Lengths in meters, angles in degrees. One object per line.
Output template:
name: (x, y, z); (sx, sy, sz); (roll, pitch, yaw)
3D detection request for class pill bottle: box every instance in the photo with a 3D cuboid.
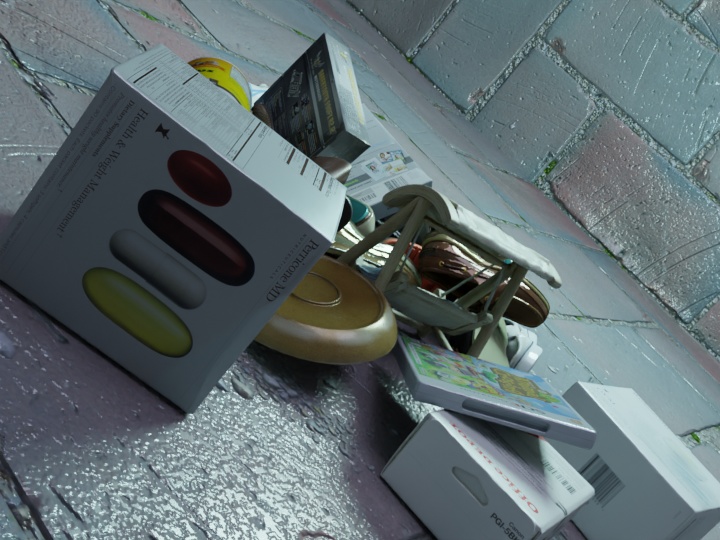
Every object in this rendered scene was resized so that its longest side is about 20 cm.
pill bottle: (-0.193, -0.204, 1.255); (0.109, 0.109, 0.200); (35, 18, -18)

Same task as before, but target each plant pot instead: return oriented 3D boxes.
plant pot: (-0.053, 0.026, 1.009); (0.199, 0.028, 0.200); (17, 26, -8)

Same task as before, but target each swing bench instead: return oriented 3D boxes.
swing bench: (0.090, 0.011, 1.172); (0.198, 0.200, 0.130); (27, 21, -37)

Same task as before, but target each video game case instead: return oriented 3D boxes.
video game case: (0.129, 0.120, 1.025); (0.181, 0.022, 0.200); (17, 7, -6)

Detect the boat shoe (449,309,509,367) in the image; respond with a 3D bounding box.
boat shoe: (0.155, 0.104, 1.321); (0.074, 0.063, 0.202); (54, 18, -11)

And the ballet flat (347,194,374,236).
ballet flat: (-0.044, -0.083, 1.350); (0.069, 0.070, 0.200); (23, 13, -44)

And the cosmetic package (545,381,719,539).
cosmetic package: (0.328, 0.251, 1.221); (0.200, 0.123, 0.200); (50, 18, 29)

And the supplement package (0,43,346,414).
supplement package: (-0.148, -0.036, 0.798); (0.200, 0.192, 0.147); (37, 18, -10)

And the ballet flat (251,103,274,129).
ballet flat: (-0.131, -0.141, 1.283); (0.046, 0.068, 0.201); (-5, 53, -12)

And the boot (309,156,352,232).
boot: (-0.048, -0.090, 1.124); (0.200, 0.185, 0.065); (-37, 118, -54)

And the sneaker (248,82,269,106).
sneaker: (-0.164, -0.234, 1.462); (0.073, 0.072, 0.200); (48, 20, 0)

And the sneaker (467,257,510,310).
sneaker: (0.197, 0.009, 1.435); (0.071, 0.080, 0.200); (44, -20, 22)

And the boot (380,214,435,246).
boot: (0.081, -0.075, 1.511); (0.181, 0.073, 0.200); (37, 5, -11)

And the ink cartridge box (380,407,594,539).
ink cartridge box: (0.128, 0.207, 0.968); (0.147, 0.083, 0.200); (46, 18, 21)

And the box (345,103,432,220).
box: (-0.011, -0.155, 1.479); (0.155, 0.041, 0.200); (-24, 54, -20)

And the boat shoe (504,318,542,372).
boat shoe: (0.211, 0.113, 1.417); (0.065, 0.074, 0.200); (36, 7, 2)

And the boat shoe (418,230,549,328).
boat shoe: (0.160, 0.026, 1.324); (0.199, 0.072, 0.068); (31, 54, -11)

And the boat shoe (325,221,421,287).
boat shoe: (0.000, 0.000, 1.261); (0.199, 0.071, 0.077); (30, 45, -32)

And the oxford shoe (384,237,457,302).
oxford shoe: (0.069, -0.005, 1.409); (0.072, 0.071, 0.200); (42, 6, 38)

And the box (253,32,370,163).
box: (-0.070, -0.198, 1.338); (0.048, 0.158, 0.201); (27, 37, -38)
